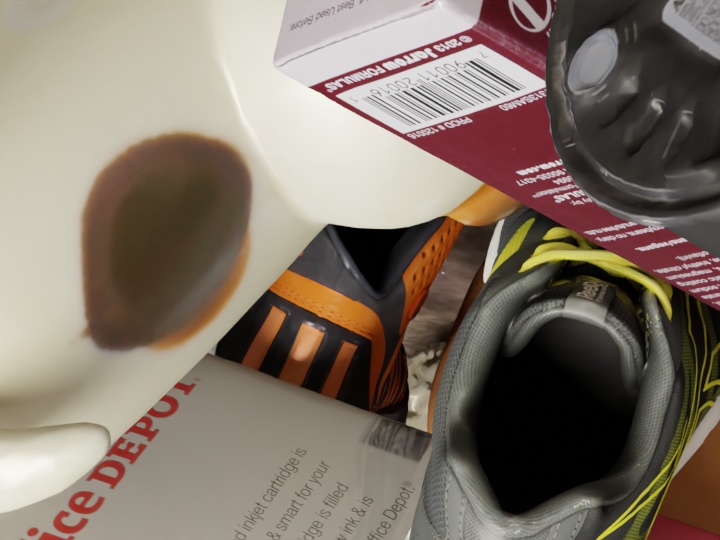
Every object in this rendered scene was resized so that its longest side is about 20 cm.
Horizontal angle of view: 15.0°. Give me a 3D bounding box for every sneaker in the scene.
[{"bbox_3d":[0.062,0.017,0.674,0.074,0.201,0.085,16,142,4],"label":"sneaker"},{"bbox_3d":[0.000,0.000,0.866,0.077,0.113,0.200,25,-168,-4],"label":"sneaker"}]

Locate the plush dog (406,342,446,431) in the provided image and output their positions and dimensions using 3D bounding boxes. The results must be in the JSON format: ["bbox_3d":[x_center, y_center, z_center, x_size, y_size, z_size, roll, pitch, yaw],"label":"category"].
[{"bbox_3d":[0.108,0.105,1.009,0.171,0.161,0.200,-26,147,17],"label":"plush dog"}]

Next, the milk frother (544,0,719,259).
[{"bbox_3d":[0.169,-0.018,0.509,0.188,0.200,0.181,29,116,-31],"label":"milk frother"}]

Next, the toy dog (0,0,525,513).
[{"bbox_3d":[-0.050,-0.040,0.668,0.140,0.199,0.194,62,179,-23],"label":"toy dog"}]

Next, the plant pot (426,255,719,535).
[{"bbox_3d":[0.102,0.088,0.830,0.199,0.140,0.201,13,130,16],"label":"plant pot"}]

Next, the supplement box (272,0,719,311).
[{"bbox_3d":[0.083,-0.058,0.627,0.199,0.109,0.061,26,155,-33],"label":"supplement box"}]

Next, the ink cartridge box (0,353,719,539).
[{"bbox_3d":[-0.003,0.112,0.705,0.199,0.147,0.083,18,126,15],"label":"ink cartridge box"}]
